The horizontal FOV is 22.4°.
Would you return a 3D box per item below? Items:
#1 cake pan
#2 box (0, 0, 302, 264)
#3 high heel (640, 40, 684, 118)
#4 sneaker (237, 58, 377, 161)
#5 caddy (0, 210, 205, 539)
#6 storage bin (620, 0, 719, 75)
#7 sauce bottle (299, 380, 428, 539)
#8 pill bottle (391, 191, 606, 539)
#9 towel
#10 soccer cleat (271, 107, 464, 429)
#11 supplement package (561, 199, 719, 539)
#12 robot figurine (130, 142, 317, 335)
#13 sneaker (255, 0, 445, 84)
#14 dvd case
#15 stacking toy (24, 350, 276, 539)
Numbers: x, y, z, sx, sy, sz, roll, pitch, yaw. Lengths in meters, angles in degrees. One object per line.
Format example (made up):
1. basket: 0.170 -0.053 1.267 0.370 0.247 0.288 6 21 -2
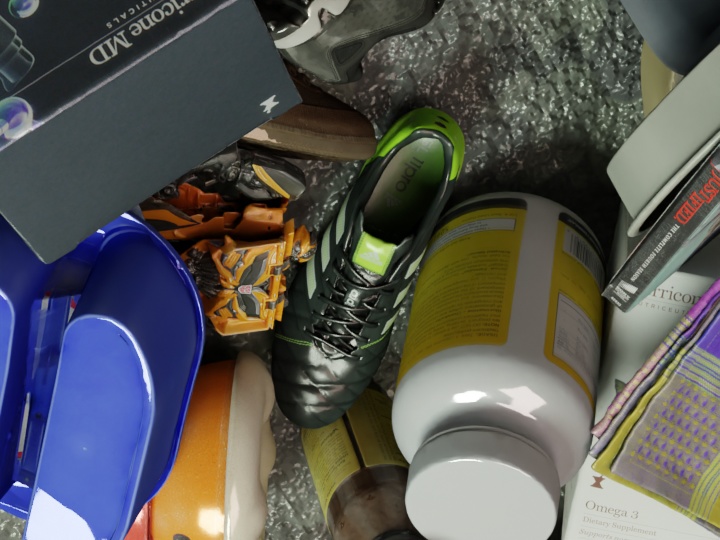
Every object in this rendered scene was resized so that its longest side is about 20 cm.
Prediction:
1. cake pan: 0.203 -0.097 0.947 0.200 0.200 0.037 -42 82 3
2. box: -0.146 -0.134 0.858 0.148 0.201 0.107 -33 155 -3
3. high heel: 0.242 -0.144 1.066 0.141 0.071 0.202 2 104 -13
4. sneaker: -0.072 -0.108 0.981 0.199 0.070 0.076 11 89 -32
5. caddy: -0.158 0.058 0.929 0.140 0.105 0.201 17 118 1
6. storage bin: 0.185 -0.224 0.963 0.134 0.146 0.201 -27 80 -16
7. sauce bottle: 0.008 0.133 1.038 0.064 0.200 0.065 -4 117 -8
8. pill bottle: 0.077 0.058 1.018 0.111 0.201 0.113 6 133 7
9. towel: 0.226 0.055 0.991 0.143 0.023 0.200 33 101 -34
10. soccer cleat: 0.000 0.000 1.034 0.067 0.081 0.201 25 98 0
11. supplement package: 0.195 0.068 1.092 0.116 0.117 0.201 10 117 5
12. robot figurine: -0.121 -0.008 0.991 0.198 0.058 0.146 0 138 -9
13. sneaker: 0.023 -0.182 0.984 0.200 0.066 0.090 -50 137 -5
14. dvd case: 0.208 -0.063 0.927 0.146 0.022 0.200 -37 167 -27
15. stacking toy: -0.149 0.116 1.041 0.198 0.146 0.147 2 114 0
